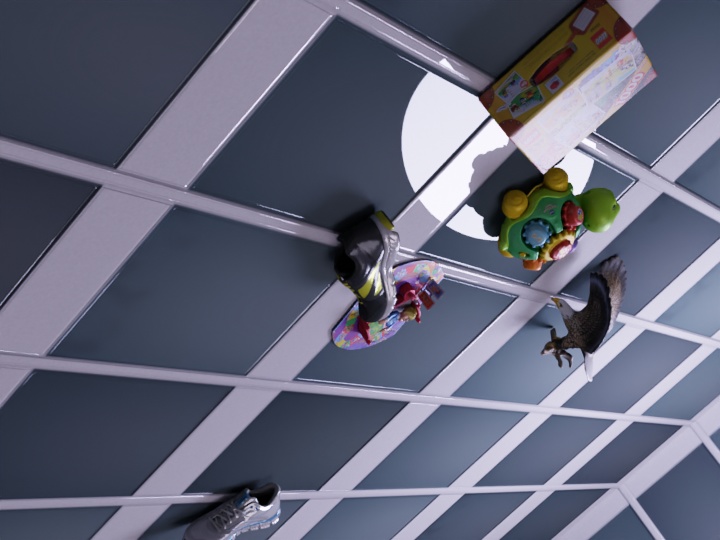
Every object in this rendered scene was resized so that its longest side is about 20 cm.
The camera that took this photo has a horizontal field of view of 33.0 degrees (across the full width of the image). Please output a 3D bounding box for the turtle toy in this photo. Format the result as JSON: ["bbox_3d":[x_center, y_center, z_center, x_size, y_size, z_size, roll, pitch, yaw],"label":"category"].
[{"bbox_3d":[0.295,-0.074,1.828,0.198,0.101,0.146,-28,152,-13],"label":"turtle toy"}]

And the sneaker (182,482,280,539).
[{"bbox_3d":[-0.217,0.414,2.069,0.199,0.075,0.087,-23,144,-37],"label":"sneaker"}]

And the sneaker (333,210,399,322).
[{"bbox_3d":[0.000,0.000,1.663,0.084,0.075,0.201,-18,139,-18],"label":"sneaker"}]

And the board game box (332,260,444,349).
[{"bbox_3d":[0.050,0.067,1.841,0.157,0.039,0.200,3,134,-50],"label":"board game box"}]

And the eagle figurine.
[{"bbox_3d":[0.410,0.085,2.185,0.150,0.153,0.200,26,123,-37],"label":"eagle figurine"}]

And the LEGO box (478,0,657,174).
[{"bbox_3d":[0.270,-0.238,1.570,0.200,0.077,0.149,-41,152,11],"label":"LEGO box"}]
